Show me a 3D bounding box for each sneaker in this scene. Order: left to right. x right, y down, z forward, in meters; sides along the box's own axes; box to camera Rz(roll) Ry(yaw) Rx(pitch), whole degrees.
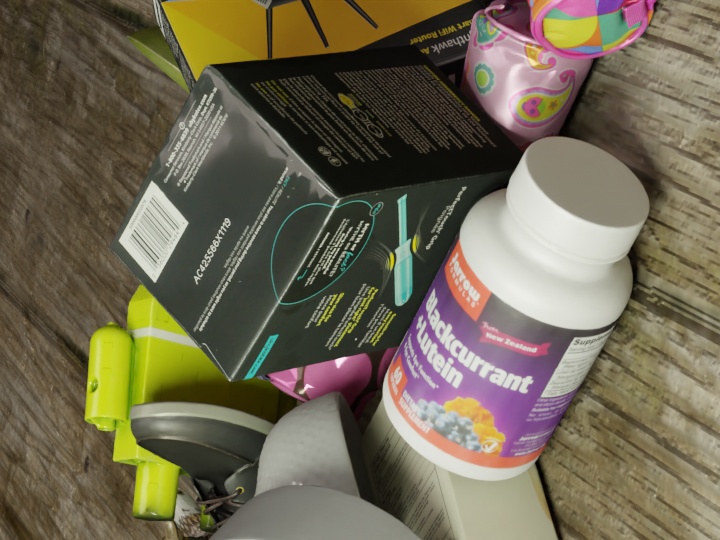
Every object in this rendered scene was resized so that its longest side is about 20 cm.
[{"bbox_3d":[-0.083,0.162,1.772,0.074,0.199,0.107,-8,63,48],"label":"sneaker"}]

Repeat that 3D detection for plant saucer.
[{"bbox_3d":[-0.094,-0.131,1.987,0.031,0.200,0.200,-52,26,-1],"label":"plant saucer"}]

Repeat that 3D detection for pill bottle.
[{"bbox_3d":[0.098,0.021,1.559,0.112,0.111,0.201,-108,35,-46],"label":"pill bottle"}]

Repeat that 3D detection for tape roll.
[{"bbox_3d":[-0.022,0.234,1.573,0.066,0.200,0.201,-42,-14,-48],"label":"tape roll"}]

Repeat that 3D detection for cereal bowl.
[{"bbox_3d":[-0.022,0.187,1.696,0.200,0.083,0.202,-17,-90,-86],"label":"cereal bowl"}]

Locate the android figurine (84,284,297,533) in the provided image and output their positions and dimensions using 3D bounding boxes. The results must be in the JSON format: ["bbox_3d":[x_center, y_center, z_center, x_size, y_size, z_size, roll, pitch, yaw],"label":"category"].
[{"bbox_3d":[-0.116,0.083,1.830,0.041,0.181,0.202,-12,70,48],"label":"android figurine"}]

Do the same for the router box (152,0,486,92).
[{"bbox_3d":[-0.023,-0.160,1.709,0.051,0.199,0.150,86,161,-57],"label":"router box"}]

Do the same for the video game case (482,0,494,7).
[{"bbox_3d":[0.082,-0.209,1.787,0.182,0.022,0.202,179,99,-66],"label":"video game case"}]

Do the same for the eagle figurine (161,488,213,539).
[{"bbox_3d":[-0.093,0.203,1.931,0.151,0.200,0.152,-23,88,32],"label":"eagle figurine"}]

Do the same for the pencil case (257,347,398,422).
[{"bbox_3d":[0.000,0.000,1.769,0.094,0.090,0.201,35,99,41],"label":"pencil case"}]

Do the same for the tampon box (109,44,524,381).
[{"bbox_3d":[-0.021,-0.039,1.569,0.126,0.199,0.150,46,122,24],"label":"tampon box"}]

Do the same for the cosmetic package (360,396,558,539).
[{"bbox_3d":[0.065,0.156,1.639,0.106,0.071,0.201,118,150,-41],"label":"cosmetic package"}]

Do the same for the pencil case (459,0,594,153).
[{"bbox_3d":[0.083,-0.074,1.659,0.088,0.087,0.201,-119,44,-55],"label":"pencil case"}]

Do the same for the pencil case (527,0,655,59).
[{"bbox_3d":[0.133,-0.232,1.601,0.088,0.088,0.201,131,139,-52],"label":"pencil case"}]
